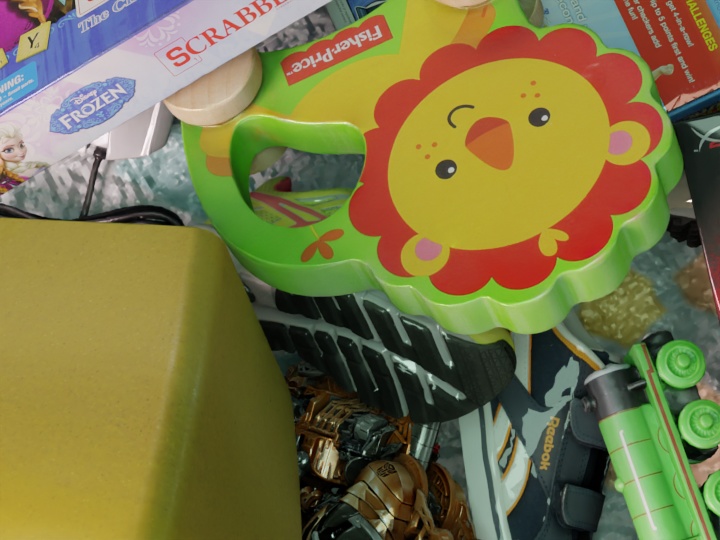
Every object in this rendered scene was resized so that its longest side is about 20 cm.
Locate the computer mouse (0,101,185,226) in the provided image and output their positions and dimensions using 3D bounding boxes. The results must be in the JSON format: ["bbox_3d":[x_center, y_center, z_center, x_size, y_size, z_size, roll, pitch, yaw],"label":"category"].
[{"bbox_3d":[-0.124,-0.094,1.102,0.109,0.044,0.201,11,87,8],"label":"computer mouse"}]

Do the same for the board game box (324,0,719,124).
[{"bbox_3d":[0.082,-0.142,1.067,0.195,0.056,0.201,-24,78,4],"label":"board game box"}]

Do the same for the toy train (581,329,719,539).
[{"bbox_3d":[0.149,0.123,0.985,0.056,0.042,0.201,-16,74,-9],"label":"toy train"}]

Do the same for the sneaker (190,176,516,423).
[{"bbox_3d":[0.000,0.000,1.033,0.200,0.078,0.090,23,55,39],"label":"sneaker"}]

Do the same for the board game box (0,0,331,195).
[{"bbox_3d":[-0.112,-0.150,1.029,0.200,0.041,0.200,-29,42,15],"label":"board game box"}]

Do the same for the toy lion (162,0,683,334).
[{"bbox_3d":[0.029,-0.050,0.967,0.199,0.069,0.192,-23,57,6],"label":"toy lion"}]

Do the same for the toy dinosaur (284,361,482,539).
[{"bbox_3d":[0.002,0.120,1.021,0.102,0.200,0.136,27,105,-20],"label":"toy dinosaur"}]

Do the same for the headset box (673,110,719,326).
[{"bbox_3d":[0.230,0.016,0.967,0.148,0.075,0.201,-12,92,15],"label":"headset box"}]

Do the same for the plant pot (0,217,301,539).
[{"bbox_3d":[-0.126,0.087,0.945,0.199,0.200,0.177,3,55,18],"label":"plant pot"}]

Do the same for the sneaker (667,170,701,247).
[{"bbox_3d":[0.229,-0.063,1.053,0.199,0.070,0.094,-6,78,5],"label":"sneaker"}]

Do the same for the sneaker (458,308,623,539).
[{"bbox_3d":[0.088,0.080,1.049,0.079,0.078,0.201,-10,83,11],"label":"sneaker"}]
